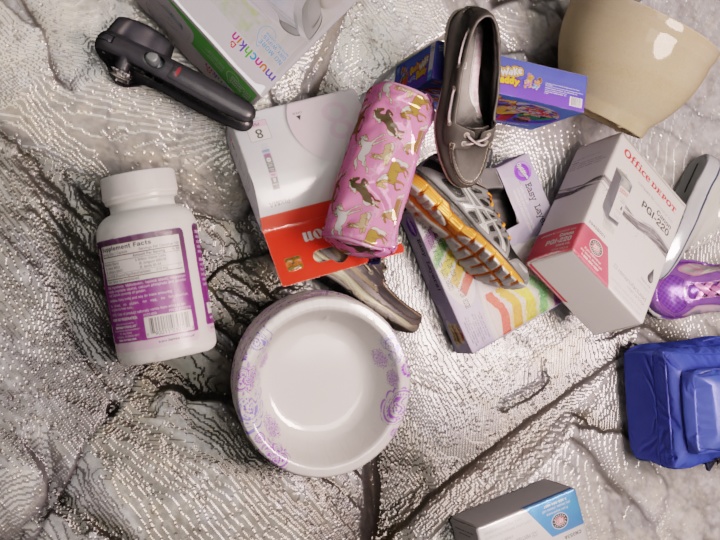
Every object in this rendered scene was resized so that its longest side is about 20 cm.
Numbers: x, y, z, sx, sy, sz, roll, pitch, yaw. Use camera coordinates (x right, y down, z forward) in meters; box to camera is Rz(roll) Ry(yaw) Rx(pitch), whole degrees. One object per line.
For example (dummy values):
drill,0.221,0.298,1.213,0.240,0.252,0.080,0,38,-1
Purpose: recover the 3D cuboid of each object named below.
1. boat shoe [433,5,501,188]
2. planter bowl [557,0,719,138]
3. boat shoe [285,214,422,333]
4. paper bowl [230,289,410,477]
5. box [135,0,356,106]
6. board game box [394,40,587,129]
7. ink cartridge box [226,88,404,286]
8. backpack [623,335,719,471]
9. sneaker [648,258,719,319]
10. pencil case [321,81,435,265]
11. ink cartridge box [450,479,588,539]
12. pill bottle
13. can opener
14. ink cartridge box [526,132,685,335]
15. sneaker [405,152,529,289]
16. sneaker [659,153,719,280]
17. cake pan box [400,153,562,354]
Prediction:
boat shoe,0.122,-0.189,1.202,0.066,0.057,0.204,-6,105,-23
planter bowl,0.327,-0.249,1.354,0.198,0.200,0.136,23,98,-17
boat shoe,0.000,0.000,1.283,0.199,0.074,0.074,37,77,-15
paper bowl,-0.049,0.123,1.235,0.197,0.104,0.205,-1,96,-12
box,-0.137,-0.315,1.235,0.200,0.096,0.177,47,70,-11
board game box,0.154,-0.220,1.313,0.197,0.134,0.046,9,85,-19
ink cartridge box,-0.048,-0.101,1.249,0.160,0.057,0.202,-16,66,-19
backpack,0.461,0.171,1.389,0.197,0.167,0.166,-4,96,-23
sneaker,0.471,0.023,1.438,0.197,0.088,0.082,-3,90,-18
pencil case,0.023,-0.112,1.217,0.086,0.082,0.203,22,75,-25
ink cartridge box,0.212,0.381,1.334,0.143,0.084,0.203,-17,93,-19
pill bottle,-0.227,-0.005,1.185,0.110,0.112,0.204,-10,90,-19
can opener,-0.205,-0.214,1.208,0.198,0.063,0.079,30,81,3
ink cartridge box,0.310,-0.047,1.351,0.145,0.084,0.202,42,56,-21
sneaker,0.135,-0.057,1.281,0.200,0.078,0.077,46,66,-13
sneaker,0.440,-0.061,1.431,0.070,0.073,0.201,37,70,-11
cake pan box,0.164,-0.026,1.353,0.182,0.052,0.203,-25,96,-20
